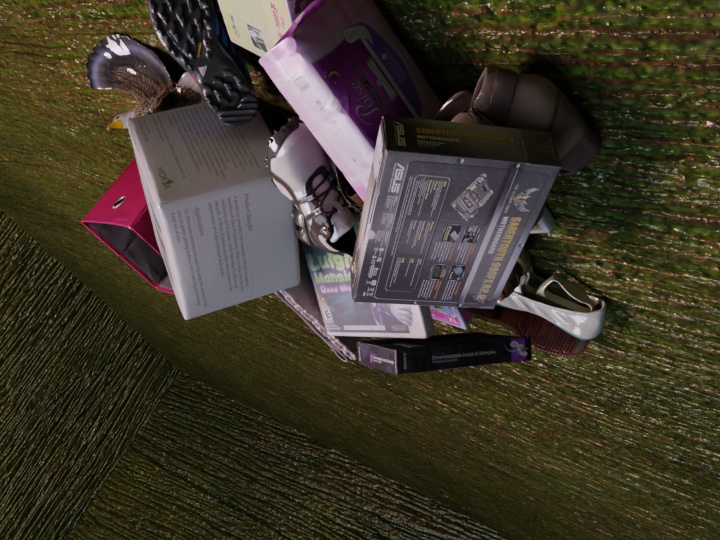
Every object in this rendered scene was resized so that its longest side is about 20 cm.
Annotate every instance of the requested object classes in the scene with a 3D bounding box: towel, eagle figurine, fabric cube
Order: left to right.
[{"bbox_3d":[-0.305,-0.244,0.981,0.200,0.149,0.153,51,130,41],"label":"eagle figurine"},{"bbox_3d":[-0.313,-0.092,1.161,0.195,0.201,0.200,9,148,45],"label":"fabric cube"},{"bbox_3d":[-0.051,0.013,1.054,0.032,0.193,0.200,-18,130,33],"label":"towel"}]

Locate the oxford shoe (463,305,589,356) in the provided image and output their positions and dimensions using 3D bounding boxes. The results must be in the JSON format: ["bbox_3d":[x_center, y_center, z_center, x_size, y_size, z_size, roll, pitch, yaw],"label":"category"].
[{"bbox_3d":[0.229,0.057,0.955,0.198,0.072,0.074,29,-175,3],"label":"oxford shoe"}]

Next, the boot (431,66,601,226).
[{"bbox_3d":[0.131,-0.110,0.668,0.144,0.071,0.200,22,136,-17],"label":"boot"}]

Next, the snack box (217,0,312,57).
[{"bbox_3d":[-0.104,-0.294,0.674,0.115,0.037,0.201,33,159,21],"label":"snack box"}]

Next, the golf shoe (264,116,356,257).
[{"bbox_3d":[-0.043,-0.090,0.780,0.094,0.078,0.201,34,162,30],"label":"golf shoe"}]

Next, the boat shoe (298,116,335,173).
[{"bbox_3d":[-0.049,-0.164,0.835,0.072,0.069,0.201,-3,138,-14],"label":"boat shoe"}]

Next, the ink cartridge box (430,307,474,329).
[{"bbox_3d":[0.098,0.010,1.040,0.118,0.042,0.201,17,151,35],"label":"ink cartridge box"}]

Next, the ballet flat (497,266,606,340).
[{"bbox_3d":[0.228,0.023,0.879,0.198,0.070,0.070,24,157,9],"label":"ballet flat"}]

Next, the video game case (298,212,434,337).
[{"bbox_3d":[0.000,0.000,0.900,0.198,0.023,0.185,-4,105,48],"label":"video game case"}]

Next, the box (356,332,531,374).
[{"bbox_3d":[0.110,0.110,0.914,0.197,0.037,0.143,-1,178,-20],"label":"box"}]

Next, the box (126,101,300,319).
[{"bbox_3d":[-0.191,-0.089,0.896,0.201,0.169,0.201,92,155,-45],"label":"box"}]

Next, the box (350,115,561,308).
[{"bbox_3d":[0.080,-0.046,0.643,0.156,0.049,0.202,2,139,-9],"label":"box"}]

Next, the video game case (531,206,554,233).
[{"bbox_3d":[0.108,-0.108,0.811,0.199,0.024,0.182,0,140,51],"label":"video game case"}]

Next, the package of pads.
[{"bbox_3d":[0.003,-0.169,0.666,0.075,0.121,0.201,-7,129,52],"label":"package of pads"}]

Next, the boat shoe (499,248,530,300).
[{"bbox_3d":[0.111,-0.029,0.844,0.198,0.068,0.072,27,157,18],"label":"boat shoe"}]

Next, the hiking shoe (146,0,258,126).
[{"bbox_3d":[-0.189,-0.269,0.802,0.087,0.073,0.202,-108,-6,-65],"label":"hiking shoe"}]

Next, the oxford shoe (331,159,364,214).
[{"bbox_3d":[0.019,-0.076,0.757,0.072,0.084,0.202,-28,97,41],"label":"oxford shoe"}]
